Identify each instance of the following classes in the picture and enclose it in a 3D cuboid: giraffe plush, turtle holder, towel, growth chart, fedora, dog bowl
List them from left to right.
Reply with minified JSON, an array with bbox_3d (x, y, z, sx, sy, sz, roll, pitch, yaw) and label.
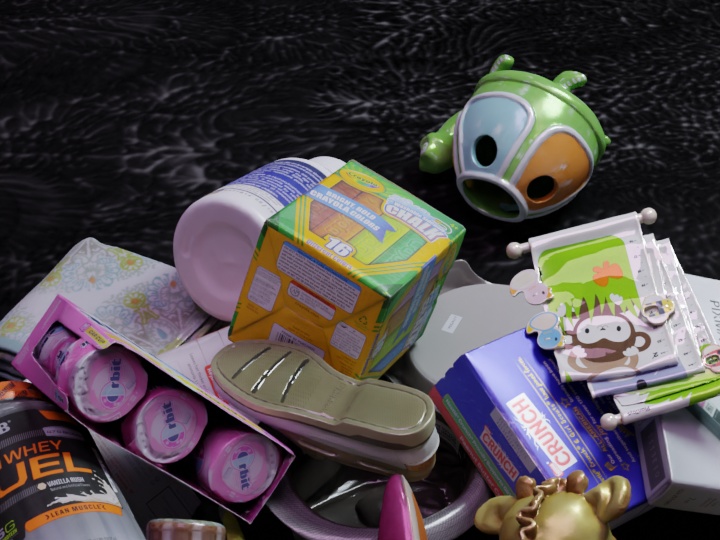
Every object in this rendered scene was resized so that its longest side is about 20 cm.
[{"bbox_3d":[-0.230,0.056,1.521,0.199,0.048,0.171,19,45,24],"label":"towel"},{"bbox_3d":[0.008,0.181,1.323,0.198,0.091,0.177,-11,44,-19],"label":"fedora"},{"bbox_3d":[0.111,0.076,1.452,0.198,0.059,0.201,-3,41,3],"label":"dog bowl"},{"bbox_3d":[0.143,-0.127,1.615,0.184,0.141,0.132,26,67,19],"label":"turtle holder"},{"bbox_3d":[0.134,0.232,1.153,0.171,0.201,0.163,2,57,12],"label":"giraffe plush"},{"bbox_3d":[0.203,0.036,1.279,0.144,0.018,0.201,-21,54,-3],"label":"growth chart"}]

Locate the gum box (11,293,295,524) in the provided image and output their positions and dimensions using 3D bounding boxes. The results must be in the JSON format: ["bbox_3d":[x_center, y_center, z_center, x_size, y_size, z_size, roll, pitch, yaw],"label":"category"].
[{"bbox_3d":[-0.158,0.102,1.226,0.066,0.200,0.113,-56,35,-5],"label":"gum box"}]

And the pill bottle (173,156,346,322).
[{"bbox_3d":[-0.074,-0.038,1.525,0.119,0.121,0.200,17,26,23],"label":"pill bottle"}]

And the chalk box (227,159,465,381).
[{"bbox_3d":[0.000,0.000,1.376,0.124,0.124,0.200,29,33,13],"label":"chalk box"}]

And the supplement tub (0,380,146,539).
[{"bbox_3d":[-0.230,0.179,1.170,0.122,0.123,0.200,-22,47,-18],"label":"supplement tub"}]

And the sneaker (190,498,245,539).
[{"bbox_3d":[-0.083,0.267,1.252,0.076,0.076,0.201,0,54,-32],"label":"sneaker"}]

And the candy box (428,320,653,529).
[{"bbox_3d":[0.183,0.119,1.312,0.199,0.077,0.170,-18,66,-36],"label":"candy box"}]

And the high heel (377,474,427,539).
[{"bbox_3d":[0.007,0.255,1.204,0.095,0.067,0.202,-7,84,10],"label":"high heel"}]

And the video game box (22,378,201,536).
[{"bbox_3d":[-0.237,0.190,1.293,0.182,0.047,0.201,-36,87,-30],"label":"video game box"}]

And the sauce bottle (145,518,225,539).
[{"bbox_3d":[-0.131,0.283,1.188,0.064,0.065,0.202,-1,77,5],"label":"sauce bottle"}]

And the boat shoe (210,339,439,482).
[{"bbox_3d":[-0.031,0.114,1.273,0.199,0.069,0.075,19,46,29],"label":"boat shoe"}]

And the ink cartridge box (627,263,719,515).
[{"bbox_3d":[0.295,0.100,1.304,0.172,0.044,0.201,10,53,-19],"label":"ink cartridge box"}]

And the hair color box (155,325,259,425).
[{"bbox_3d":[-0.138,0.114,1.403,0.199,0.061,0.102,-21,81,-17],"label":"hair color box"}]
